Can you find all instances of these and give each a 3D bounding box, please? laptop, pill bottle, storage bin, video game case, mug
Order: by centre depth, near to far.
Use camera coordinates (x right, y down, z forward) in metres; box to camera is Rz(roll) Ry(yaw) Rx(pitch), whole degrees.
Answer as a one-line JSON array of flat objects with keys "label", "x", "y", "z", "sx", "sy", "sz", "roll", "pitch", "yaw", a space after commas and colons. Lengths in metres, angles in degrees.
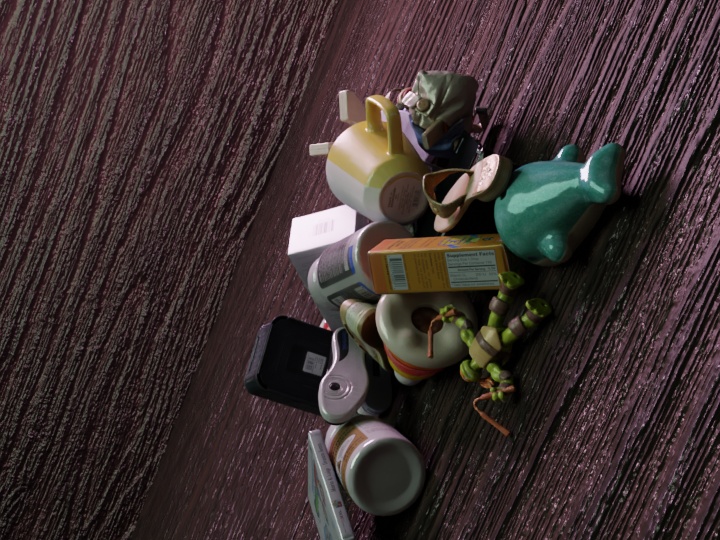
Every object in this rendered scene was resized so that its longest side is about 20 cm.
[{"label": "laptop", "x": 0.172, "y": -0.080, "z": 1.350, "sx": 0.103, "sy": 0.200, "sz": 0.178, "roll": -6, "pitch": -56, "yaw": -61}, {"label": "pill bottle", "x": 0.012, "y": 0.275, "z": 1.413, "sx": 0.200, "sy": 0.114, "sz": 0.115, "roll": -161, "pitch": 91, "yaw": -74}, {"label": "video game case", "x": -0.046, "y": 0.365, "z": 1.431, "sx": 0.200, "sy": 0.024, "sz": 0.182, "roll": 94, "pitch": 160, "yaw": -49}, {"label": "mug", "x": 0.030, "y": -0.151, "z": 1.474, "sx": 0.149, "sy": 0.187, "sz": 0.153, "roll": -38, "pitch": 32, "yaw": 0}, {"label": "pill bottle", "x": 0.000, "y": 0.000, "z": 1.479, "sx": 0.200, "sy": 0.114, "sz": 0.114, "roll": -24, "pitch": 48, "yaw": 61}, {"label": "storage bin", "x": -0.091, "y": 0.175, "z": 1.710, "sx": 0.094, "sy": 0.200, "sz": 0.135, "roll": -30, "pitch": 43, "yaw": 65}]

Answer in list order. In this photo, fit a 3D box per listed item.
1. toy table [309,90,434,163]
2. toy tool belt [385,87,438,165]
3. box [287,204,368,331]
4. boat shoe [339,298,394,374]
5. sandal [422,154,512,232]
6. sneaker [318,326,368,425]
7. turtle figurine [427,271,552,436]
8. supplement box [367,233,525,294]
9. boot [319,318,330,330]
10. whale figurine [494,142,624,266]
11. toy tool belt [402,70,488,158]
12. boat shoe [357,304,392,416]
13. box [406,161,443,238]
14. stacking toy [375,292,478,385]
[{"label": "toy table", "x": 0.017, "y": -0.214, "z": 1.648, "sx": 0.200, "sy": 0.117, "sz": 0.184, "roll": -16, "pitch": 83, "yaw": 44}, {"label": "toy tool belt", "x": 0.091, "y": -0.254, "z": 1.745, "sx": 0.123, "sy": 0.125, "sz": 0.200, "roll": 120, "pitch": 158, "yaw": -76}, {"label": "box", "x": -0.028, "y": -0.004, "z": 1.672, "sx": 0.124, "sy": 0.200, "sz": 0.098, "roll": -14, "pitch": 41, "yaw": 15}, {"label": "boat shoe", "x": 0.028, "y": 0.096, "z": 1.471, "sx": 0.066, "sy": 0.200, "sz": 0.074, "roll": 35, "pitch": 78, "yaw": 33}, {"label": "sandal", "x": 0.117, "y": -0.111, "z": 1.241, "sx": 0.212, "sy": 0.070, "sz": 0.078, "roll": 149, "pitch": 139, "yaw": -67}, {"label": "sneaker", "x": -0.023, "y": 0.191, "z": 1.494, "sx": 0.200, "sy": 0.073, "sz": 0.112, "roll": -78, "pitch": -6, "yaw": -52}, {"label": "turtle figurine", "x": 0.172, "y": 0.094, "z": 1.202, "sx": 0.161, "sy": 0.064, "sz": 0.200, "roll": -58, "pitch": 42, "yaw": 27}, {"label": "supplement box", "x": 0.114, "y": -0.009, "z": 1.281, "sx": 0.067, "sy": 0.200, "sz": 0.069, "roll": -36, "pitch": -59, "yaw": -57}, {"label": "boot", "x": -0.018, "y": 0.088, "z": 1.818, "sx": 0.144, "sy": 0.072, "sz": 0.200, "roll": -38, "pitch": 32, "yaw": 59}, {"label": "whale figurine", "x": 0.231, "y": -0.087, "z": 1.142, "sx": 0.200, "sy": 0.104, "sz": 0.159, "roll": 140, "pitch": 147, "yaw": -64}, {"label": "toy tool belt", "x": 0.129, "y": -0.217, "z": 1.489, "sx": 0.200, "sy": 0.125, "sz": 0.123, "roll": 43, "pitch": -123, "yaw": -69}, {"label": "boat shoe", "x": 0.018, "y": 0.157, "z": 1.629, "sx": 0.086, "sy": 0.074, "sz": 0.202, "roll": 130, "pitch": 145, "yaw": -55}, {"label": "box", "x": 0.095, "y": -0.056, "z": 1.583, "sx": 0.164, "sy": 0.086, "sz": 0.200, "roll": -57, "pitch": 21, "yaw": 36}, {"label": "stacking toy", "x": 0.080, "y": 0.113, "z": 1.409, "sx": 0.200, "sy": 0.146, "sz": 0.146, "roll": 107, "pitch": 173, "yaw": -57}]
